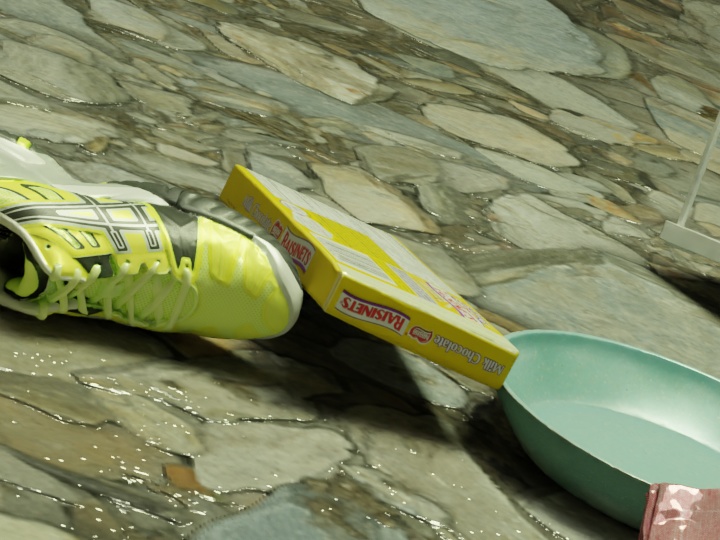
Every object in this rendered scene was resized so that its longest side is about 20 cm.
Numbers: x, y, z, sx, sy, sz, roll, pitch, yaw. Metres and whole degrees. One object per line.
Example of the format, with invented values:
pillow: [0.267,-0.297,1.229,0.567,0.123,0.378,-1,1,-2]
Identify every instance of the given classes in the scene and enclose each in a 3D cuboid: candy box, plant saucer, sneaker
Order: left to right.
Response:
sneaker: [-0.124,-0.001,1.200,0.198,0.076,0.077,16,38,-6]
candy box: [0.000,0.000,1.294,0.102,0.027,0.200,27,7,-23]
plant saucer: [0.150,0.090,1.271,0.199,0.036,0.200,19,18,-6]

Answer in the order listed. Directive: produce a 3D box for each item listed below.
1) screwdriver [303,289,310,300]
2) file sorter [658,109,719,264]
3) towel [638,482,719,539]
screwdriver: [-0.010,0.017,1.345,0.199,0.028,0.029,24,45,-13]
file sorter: [0.313,-0.031,1.602,0.138,0.125,0.200,18,6,-37]
towel: [0.200,0.126,1.006,0.198,0.023,0.144,-7,34,17]
